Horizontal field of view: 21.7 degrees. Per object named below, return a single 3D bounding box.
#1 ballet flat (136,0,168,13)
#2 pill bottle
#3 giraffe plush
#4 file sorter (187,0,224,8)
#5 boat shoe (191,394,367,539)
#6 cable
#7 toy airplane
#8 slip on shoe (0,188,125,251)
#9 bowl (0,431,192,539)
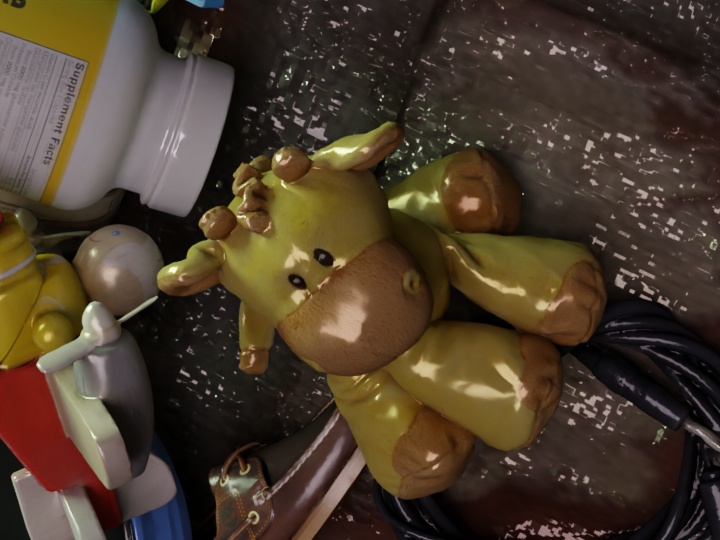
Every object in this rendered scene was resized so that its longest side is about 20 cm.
[{"bbox_3d":[-0.070,-0.223,0.928,0.067,0.067,0.201,4,107,-13],"label":"ballet flat"},{"bbox_3d":[-0.169,-0.096,0.928,0.199,0.112,0.113,18,112,-13],"label":"pill bottle"},{"bbox_3d":[0.000,0.000,0.886,0.199,0.162,0.173,29,87,22],"label":"giraffe plush"},{"bbox_3d":[-0.157,-0.220,0.878,0.200,0.122,0.140,30,115,41],"label":"file sorter"},{"bbox_3d":[-0.055,0.131,1.012,0.070,0.070,0.200,36,113,1],"label":"boat shoe"},{"bbox_3d":[0.097,0.097,0.965,0.199,0.051,0.164,-5,103,20],"label":"cable"},{"bbox_3d":[-0.146,0.041,0.910,0.141,0.199,0.200,-40,69,-7],"label":"toy airplane"},{"bbox_3d":[-0.223,-0.067,0.997,0.199,0.076,0.061,18,138,-12],"label":"slip on shoe"},{"bbox_3d":[-0.183,0.152,1.043,0.200,0.039,0.202,1,93,33],"label":"bowl"}]
